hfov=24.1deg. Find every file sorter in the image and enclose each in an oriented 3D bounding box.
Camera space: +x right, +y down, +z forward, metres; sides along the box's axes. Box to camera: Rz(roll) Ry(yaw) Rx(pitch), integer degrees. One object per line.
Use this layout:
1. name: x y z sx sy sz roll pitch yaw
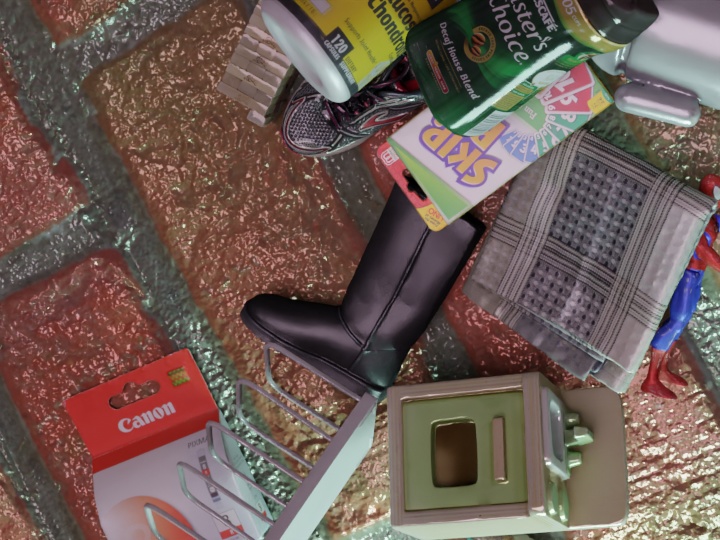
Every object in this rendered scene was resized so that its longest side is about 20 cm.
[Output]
1. file sorter: -0.090 0.186 1.555 0.124 0.139 0.200 32 70 11

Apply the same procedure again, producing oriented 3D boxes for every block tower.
1. block tower: -0.063 -0.232 1.528 0.058 0.054 0.201 29 110 8

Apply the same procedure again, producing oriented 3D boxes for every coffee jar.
1. coffee jar: 0.138 -0.197 1.362 0.199 0.085 0.105 -31 74 31

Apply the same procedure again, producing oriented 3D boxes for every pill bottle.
1. pill bottle: 0.020 -0.246 1.442 0.200 0.112 0.112 -41 91 -5

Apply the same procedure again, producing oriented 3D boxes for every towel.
1. towel: 0.194 -0.015 1.490 0.192 0.034 0.201 33 113 27

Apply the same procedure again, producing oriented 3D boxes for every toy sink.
1. toy sink: 0.132 0.167 1.521 0.199 0.112 0.131 -6 73 18

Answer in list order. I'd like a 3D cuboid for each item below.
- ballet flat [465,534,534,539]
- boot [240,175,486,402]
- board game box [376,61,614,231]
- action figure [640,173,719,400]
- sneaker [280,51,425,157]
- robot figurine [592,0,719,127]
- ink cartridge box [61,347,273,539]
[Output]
1. ballet flat: 0.169 0.301 1.606 0.067 0.068 0.201 -32 100 2
2. boot: 0.001 0.000 1.563 0.164 0.066 0.201 28 113 -2
3. board game box: 0.115 -0.127 1.481 0.200 0.030 0.096 -37 89 15
4. action figure: 0.313 0.017 1.481 0.098 0.065 0.201 13 109 19
5. sneaker: 0.009 -0.165 1.514 0.199 0.075 0.081 -29 95 21
6. robot figurine: 0.269 -0.203 1.407 0.199 0.113 0.171 20 78 10
7. ink cartridge box: -0.198 0.199 1.684 0.161 0.050 0.201 -23 100 20
